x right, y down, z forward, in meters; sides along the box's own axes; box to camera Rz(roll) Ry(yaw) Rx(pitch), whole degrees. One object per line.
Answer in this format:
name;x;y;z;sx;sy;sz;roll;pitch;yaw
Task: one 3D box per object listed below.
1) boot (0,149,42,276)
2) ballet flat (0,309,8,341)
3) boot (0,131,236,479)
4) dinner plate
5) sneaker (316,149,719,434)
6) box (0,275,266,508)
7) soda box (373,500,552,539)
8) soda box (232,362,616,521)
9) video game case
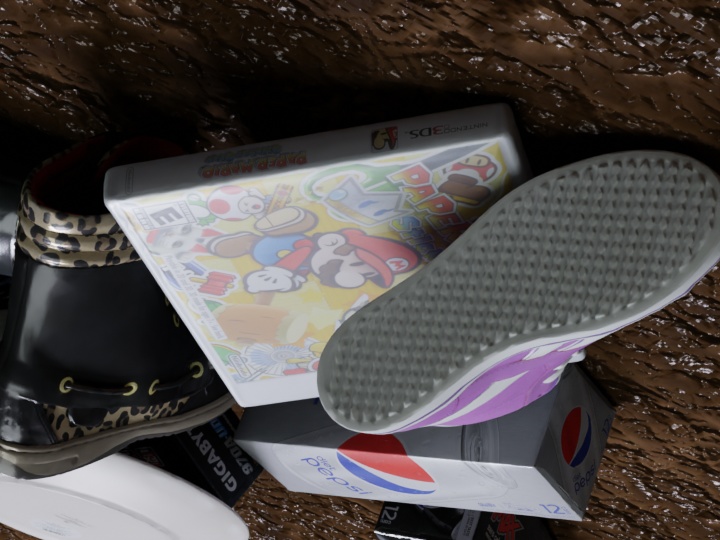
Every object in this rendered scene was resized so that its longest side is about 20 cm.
boot;-0.217;-0.020;1.096;0.153;0.074;0.204;17;158;-1
ballet flat;-0.227;0.051;1.138;0.199;0.064;0.067;2;144;38
boot;-0.107;0.006;1.023;0.073;0.199;0.151;33;125;30
dinner plate;-0.161;0.133;1.172;0.199;0.024;0.200;14;159;5
sneaker;0.085;0.011;0.909;0.200;0.073;0.114;-27;161;25
box;-0.166;0.072;1.209;0.199;0.046;0.159;-10;119;49
soda box;0.074;0.177;1.267;0.063;0.071;0.200;7;152;25
soda box;0.032;0.085;1.118;0.199;0.069;0.063;2;149;36
video game case;0.000;0.000;0.956;0.181;0.023;0.200;-9;147;12
